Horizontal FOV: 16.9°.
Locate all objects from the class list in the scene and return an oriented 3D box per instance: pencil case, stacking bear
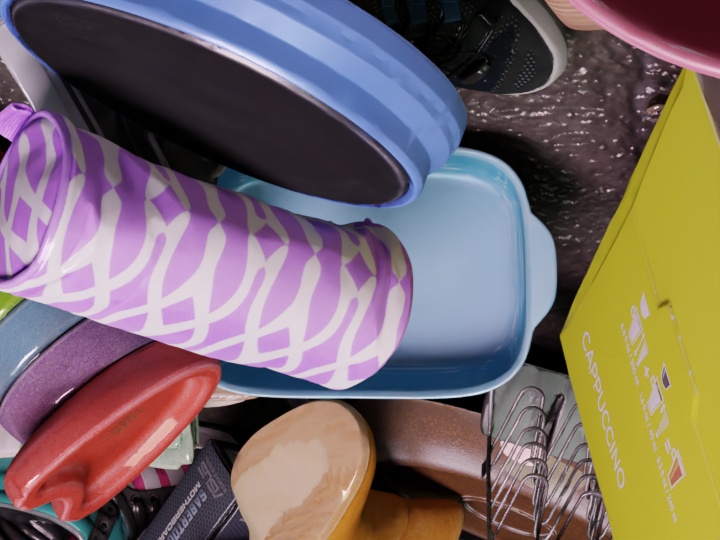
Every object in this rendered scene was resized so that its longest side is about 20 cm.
[{"bbox_3d":[-0.068,-0.009,1.064,0.200,0.086,0.084,18,147,-35],"label":"pencil case"},{"bbox_3d":[-0.169,0.007,1.169,0.114,0.200,0.121,-41,166,1],"label":"stacking bear"}]

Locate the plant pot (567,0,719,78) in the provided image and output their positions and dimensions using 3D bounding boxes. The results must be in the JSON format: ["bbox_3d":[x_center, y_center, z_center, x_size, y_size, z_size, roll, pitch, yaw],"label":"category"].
[{"bbox_3d":[0.155,-0.188,0.799,0.199,0.179,0.200,10,145,7],"label":"plant pot"}]

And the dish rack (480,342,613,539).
[{"bbox_3d":[0.127,0.112,1.137,0.153,0.200,0.055,16,113,-3],"label":"dish rack"}]

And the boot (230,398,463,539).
[{"bbox_3d":[-0.001,0.127,1.262,0.144,0.071,0.201,-4,145,-37],"label":"boot"}]

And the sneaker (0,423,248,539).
[{"bbox_3d":[-0.135,0.141,1.383,0.200,0.121,0.084,18,144,-12],"label":"sneaker"}]

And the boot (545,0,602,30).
[{"bbox_3d":[0.123,-0.172,0.933,0.200,0.074,0.155,-15,134,27],"label":"boot"}]

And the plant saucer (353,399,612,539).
[{"bbox_3d":[0.085,0.122,1.321,0.200,0.032,0.200,20,163,6],"label":"plant saucer"}]

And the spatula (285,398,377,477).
[{"bbox_3d":[-0.036,0.076,1.356,0.056,0.021,0.200,-12,138,21],"label":"spatula"}]

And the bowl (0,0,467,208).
[{"bbox_3d":[-0.055,-0.082,0.985,0.200,0.039,0.201,23,168,5],"label":"bowl"}]

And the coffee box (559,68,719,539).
[{"bbox_3d":[0.220,0.046,1.036,0.197,0.200,0.200,0,142,-17],"label":"coffee box"}]

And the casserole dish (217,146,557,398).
[{"bbox_3d":[0.000,0.000,1.179,0.199,0.122,0.039,-1,-176,15],"label":"casserole dish"}]

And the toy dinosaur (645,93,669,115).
[{"bbox_3d":[0.188,-0.039,1.113,0.101,0.058,0.200,-4,143,16],"label":"toy dinosaur"}]

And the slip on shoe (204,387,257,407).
[{"bbox_3d":[-0.042,0.031,1.243,0.199,0.076,0.061,4,156,2],"label":"slip on shoe"}]

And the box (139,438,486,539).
[{"bbox_3d":[-0.044,0.185,1.379,0.200,0.051,0.158,19,116,-41],"label":"box"}]

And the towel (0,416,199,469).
[{"bbox_3d":[-0.181,0.026,1.241,0.199,0.023,0.153,-1,100,20],"label":"towel"}]

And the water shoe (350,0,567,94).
[{"bbox_3d":[-0.002,-0.108,1.042,0.200,0.079,0.071,25,142,-20],"label":"water shoe"}]

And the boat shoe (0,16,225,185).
[{"bbox_3d":[-0.093,-0.054,1.113,0.071,0.072,0.200,-29,119,7],"label":"boat shoe"}]
